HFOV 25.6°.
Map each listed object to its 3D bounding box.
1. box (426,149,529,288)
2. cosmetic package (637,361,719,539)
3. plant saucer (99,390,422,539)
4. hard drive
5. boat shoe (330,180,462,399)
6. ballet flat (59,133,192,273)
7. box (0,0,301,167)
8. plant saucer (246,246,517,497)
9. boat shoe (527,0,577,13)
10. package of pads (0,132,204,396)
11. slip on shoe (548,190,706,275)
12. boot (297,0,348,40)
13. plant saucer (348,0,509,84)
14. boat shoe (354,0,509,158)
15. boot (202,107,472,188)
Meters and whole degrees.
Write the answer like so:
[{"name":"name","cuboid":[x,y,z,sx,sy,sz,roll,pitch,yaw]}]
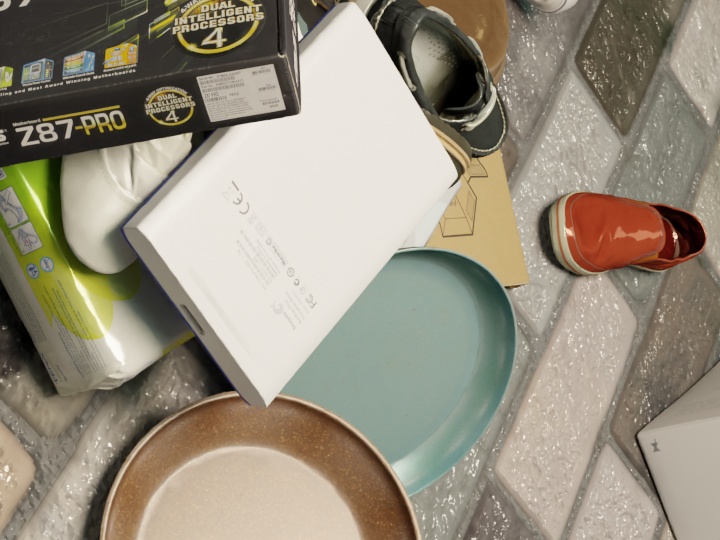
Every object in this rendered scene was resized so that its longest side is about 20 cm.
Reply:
[{"name":"box","cuboid":[0.056,-0.080,1.214,0.163,0.021,0.202,-5,81,-49]},{"name":"cosmetic package","cuboid":[0.381,0.140,1.363,0.199,0.198,0.124,-26,95,-49]},{"name":"plant saucer","cuboid":[-0.059,0.172,0.937,0.198,0.037,0.203,8,64,-17]},{"name":"hard drive","cuboid":[-0.034,-0.040,0.911,0.200,0.025,0.132,-50,120,-29]},{"name":"boat shoe","cuboid":[0.000,0.000,1.099,0.066,0.074,0.201,29,57,2]},{"name":"ballet flat","cuboid":[-0.117,-0.094,0.893,0.069,0.069,0.202,38,49,-33]},{"name":"box","cuboid":[-0.133,-0.136,0.866,0.049,0.197,0.162,74,9,-46]},{"name":"plant saucer","cuboid":[0.012,0.069,1.027,0.198,0.027,0.202,-16,125,-24]},{"name":"boat shoe","cuboid":[0.113,-0.300,1.327,0.065,0.073,0.201,-34,93,-43]},{"name":"package of pads","cuboid":[-0.133,-0.031,0.952,0.200,0.068,0.156,-35,102,-48]},{"name":"slip on shoe","cuboid":[0.229,-0.034,1.362,0.199,0.061,0.075,5,75,-46]},{"name":"boot","cuboid":[-0.069,-0.144,1.063,0.199,0.073,0.152,0,76,-54]},{"name":"plant saucer","cuboid":[0.048,-0.220,1.227,0.199,0.029,0.202,25,52,-35]},{"name":"boat shoe","cuboid":[0.062,-0.131,1.140,0.200,0.060,0.076,32,85,-51]},{"name":"boot","cuboid":[-0.018,-0.038,0.983,0.198,0.077,0.140,12,71,-32]}]
